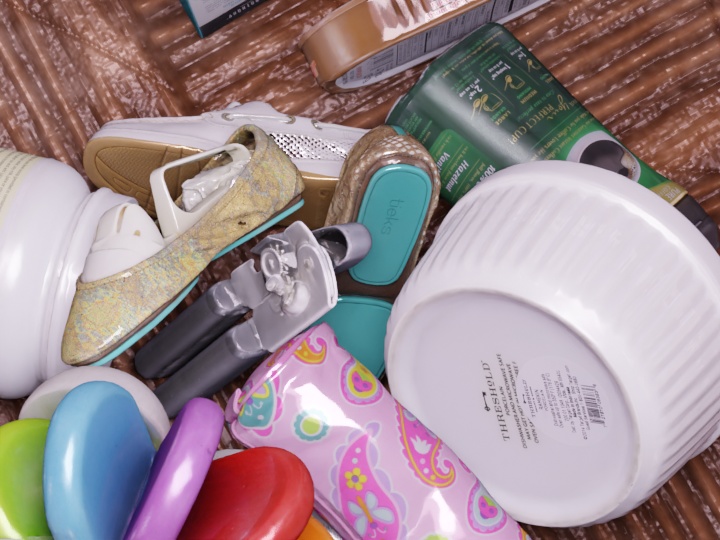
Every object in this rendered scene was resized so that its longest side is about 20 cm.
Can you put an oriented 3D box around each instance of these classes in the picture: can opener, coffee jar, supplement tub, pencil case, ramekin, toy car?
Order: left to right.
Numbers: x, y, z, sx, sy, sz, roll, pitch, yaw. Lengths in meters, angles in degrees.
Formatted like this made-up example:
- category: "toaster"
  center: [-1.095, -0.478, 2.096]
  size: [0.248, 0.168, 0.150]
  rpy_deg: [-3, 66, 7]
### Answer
- category: "supplement tub"
  center: [-0.242, -0.006, 1.255]
  size: [0.199, 0.145, 0.145]
  rpy_deg: [13, 80, 5]
- category: "toy car"
  center: [-0.098, 0.129, 1.066]
  size: [0.200, 0.150, 0.175]
  rpy_deg: [32, 42, -13]
- category: "can opener"
  center: [-0.059, 0.028, 1.238]
  size: [0.067, 0.200, 0.053]
  rpy_deg: [-15, 76, -37]
- category: "pencil case"
  center: [0.015, 0.124, 1.179]
  size: [0.087, 0.087, 0.200]
  rpy_deg: [-43, 91, -6]
- category: "ramekin"
  center: [0.107, 0.049, 1.194]
  size: [0.200, 0.200, 0.105]
  rpy_deg: [38, 45, 9]
- category: "coffee jar"
  center: [0.115, -0.049, 1.272]
  size: [0.200, 0.085, 0.104]
  rpy_deg: [43, 47, 10]

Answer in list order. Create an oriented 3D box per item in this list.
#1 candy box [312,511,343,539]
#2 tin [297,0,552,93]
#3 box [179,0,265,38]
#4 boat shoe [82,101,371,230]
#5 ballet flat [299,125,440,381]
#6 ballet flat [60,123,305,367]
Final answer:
- category: "candy box"
  center: [-0.060, 0.212, 1.244]
  size: [0.167, 0.072, 0.201]
  rpy_deg: [-3, 79, 1]
- category: "tin"
  center: [0.059, -0.164, 1.293]
  size: [0.200, 0.112, 0.042]
  rpy_deg: [-25, 89, -2]
- category: "box"
  center: [-0.083, -0.206, 1.259]
  size: [0.082, 0.200, 0.049]
  rpy_deg: [-31, 79, -4]
- category: "boat shoe"
  center: [-0.068, -0.070, 1.303]
  size: [0.199, 0.071, 0.069]
  rpy_deg: [8, 53, -8]
- category: "ballet flat"
  center: [0.000, 0.000, 1.265]
  size: [0.070, 0.065, 0.200]
  rpy_deg: [14, 122, -16]
- category: "ballet flat"
  center: [-0.108, -0.020, 1.188]
  size: [0.071, 0.071, 0.200]
  rpy_deg: [42, 50, 9]
